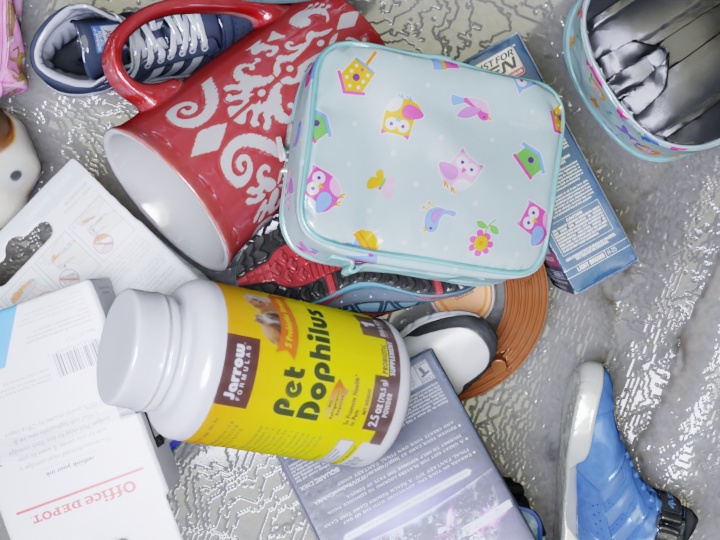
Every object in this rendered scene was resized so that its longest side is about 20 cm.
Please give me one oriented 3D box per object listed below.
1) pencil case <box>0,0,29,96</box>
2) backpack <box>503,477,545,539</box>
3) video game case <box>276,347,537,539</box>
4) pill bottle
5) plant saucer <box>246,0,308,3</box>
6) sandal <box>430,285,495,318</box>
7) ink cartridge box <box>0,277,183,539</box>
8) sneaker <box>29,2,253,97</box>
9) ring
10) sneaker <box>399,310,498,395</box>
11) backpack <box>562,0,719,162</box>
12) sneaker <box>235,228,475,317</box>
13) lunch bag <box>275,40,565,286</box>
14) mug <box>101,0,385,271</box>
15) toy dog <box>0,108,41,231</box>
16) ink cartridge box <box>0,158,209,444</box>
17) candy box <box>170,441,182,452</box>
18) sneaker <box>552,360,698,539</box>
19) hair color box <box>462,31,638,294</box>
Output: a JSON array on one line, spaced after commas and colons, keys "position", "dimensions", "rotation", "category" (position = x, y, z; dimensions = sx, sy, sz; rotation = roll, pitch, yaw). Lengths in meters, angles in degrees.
[{"position": [-0.298, -0.231, 0.981], "dimensions": [0.083, 0.087, 0.200], "rotation": [2, 93, 4], "category": "pencil case"}, {"position": [0.053, 0.274, 0.996], "dimensions": [0.183, 0.147, 0.200], "rotation": [3, 96, 0], "category": "backpack"}, {"position": [0.037, 0.176, 0.927], "dimensions": [0.143, 0.019, 0.200], "rotation": [-28, 73, -2], "category": "video game case"}, {"position": [-0.073, 0.069, 0.860], "dimensions": [0.200, 0.109, 0.109], "rotation": [13, 92, -28], "category": "pill bottle"}, {"position": [-0.072, -0.240, 0.955], "dimensions": [0.201, 0.201, 0.039], "rotation": [5, 121, -3], "category": "plant saucer"}, {"position": [0.060, -0.051, 1.022], "dimensions": [0.079, 0.059, 0.207], "rotation": [-26, 93, -2], "category": "sandal"}, {"position": [-0.204, 0.118, 0.893], "dimensions": [0.116, 0.068, 0.200], "rotation": [-20, 90, 1], "category": "ink cartridge box"}, {"position": [-0.161, -0.183, 0.979], "dimensions": [0.200, 0.109, 0.070], "rotation": [-18, 93, -1], "category": "sneaker"}, {"position": [0.051, 0.024, 1.013], "dimensions": [0.200, 0.019, 0.201], "rotation": [1, 112, 4], "category": "ring"}, {"position": [0.023, 0.103, 0.996], "dimensions": [0.200, 0.080, 0.074], "rotation": [-32, 105, 14], "category": "sneaker"}, {"position": [0.260, -0.184, 0.980], "dimensions": [0.200, 0.151, 0.178], "rotation": [-36, 91, -8], "category": "backpack"}, {"position": [0.000, 0.000, 0.967], "dimensions": [0.200, 0.096, 0.079], "rotation": [-5, 70, -12], "category": "sneaker"}, {"position": [0.039, -0.069, 0.891], "dimensions": [0.200, 0.077, 0.161], "rotation": [9, 85, -16], "category": "lunch bag"}, {"position": [-0.082, -0.128, 0.942], "dimensions": [0.200, 0.133, 0.178], "rotation": [-43, 136, -21], "category": "mug"}, {"position": [-0.347, -0.062, 0.978], "dimensions": [0.200, 0.140, 0.194], "rotation": [-14, 66, -2], "category": "toy dog"}, {"position": [-0.196, 0.041, 0.950], "dimensions": [0.200, 0.047, 0.160], "rotation": [44, 90, 1], "category": "ink cartridge box"}, {"position": [-0.207, 0.085, 1.008], "dimensions": [0.200, 0.077, 0.169], "rotation": [-44, 93, 1], "category": "candy box"}, {"position": [0.220, 0.174, 1.031], "dimensions": [0.111, 0.077, 0.200], "rotation": [3, 97, 3], "category": "sneaker"}, {"position": [0.141, -0.084, 1.005], "dimensions": [0.060, 0.100, 0.200], "rotation": [-28, 93, 0], "category": "hair color box"}]
